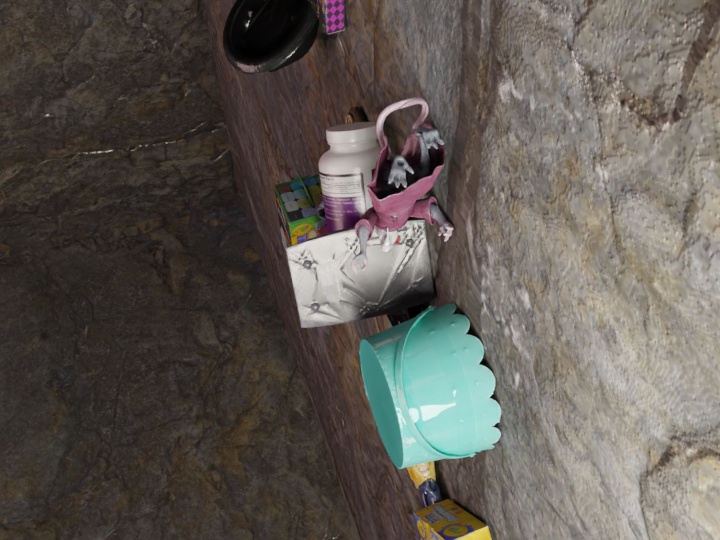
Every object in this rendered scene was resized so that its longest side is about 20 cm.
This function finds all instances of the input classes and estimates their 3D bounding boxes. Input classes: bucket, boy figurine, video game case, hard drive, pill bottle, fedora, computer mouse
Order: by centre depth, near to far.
[{"bbox_3d":[0.088,0.159,1.082,0.207,0.133,0.210,164,90,-78],"label":"bucket"},{"bbox_3d":[0.000,0.000,1.138,0.042,0.197,0.137,-113,12,-67],"label":"hard drive"},{"bbox_3d":[-0.001,-0.111,1.186,0.112,0.111,0.203,-137,38,-68],"label":"pill bottle"},{"bbox_3d":[-0.067,-0.492,1.202,0.201,0.035,0.183,92,159,-54],"label":"video game case"},{"bbox_3d":[0.077,0.102,1.262,0.202,0.046,0.140,65,156,-1],"label":"computer mouse"},{"bbox_3d":[-0.135,-0.410,1.371,0.091,0.199,0.203,30,-146,-59],"label":"fedora"},{"bbox_3d":[0.103,0.356,1.443,0.125,0.064,0.202,101,148,-71],"label":"boy figurine"}]

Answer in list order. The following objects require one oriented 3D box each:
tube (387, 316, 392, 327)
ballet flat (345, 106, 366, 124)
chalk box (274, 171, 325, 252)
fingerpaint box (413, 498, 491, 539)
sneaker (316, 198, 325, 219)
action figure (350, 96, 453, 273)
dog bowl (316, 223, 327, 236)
[{"bbox_3d":[0.050,0.035,1.318,0.078,0.050,0.203,-69,-33,-67],"label":"tube"},{"bbox_3d":[-0.001,-0.158,1.285,0.067,0.046,0.203,-169,69,-79],"label":"ballet flat"},{"bbox_3d":[-0.099,-0.111,1.643,0.202,0.122,0.126,89,162,-47],"label":"chalk box"},{"bbox_3d":[0.164,0.475,1.283,0.200,0.072,0.169,157,96,-78],"label":"fingerpaint box"},{"bbox_3d":[-0.036,-0.129,1.382,0.080,0.094,0.201,89,161,-49],"label":"sneaker"},{"bbox_3d":[0.035,-0.092,1.009,0.201,0.132,0.151,106,147,-64],"label":"action figure"},{"bbox_3d":[-0.020,-0.006,1.466,0.200,0.073,0.203,159,91,-84],"label":"dog bowl"}]
